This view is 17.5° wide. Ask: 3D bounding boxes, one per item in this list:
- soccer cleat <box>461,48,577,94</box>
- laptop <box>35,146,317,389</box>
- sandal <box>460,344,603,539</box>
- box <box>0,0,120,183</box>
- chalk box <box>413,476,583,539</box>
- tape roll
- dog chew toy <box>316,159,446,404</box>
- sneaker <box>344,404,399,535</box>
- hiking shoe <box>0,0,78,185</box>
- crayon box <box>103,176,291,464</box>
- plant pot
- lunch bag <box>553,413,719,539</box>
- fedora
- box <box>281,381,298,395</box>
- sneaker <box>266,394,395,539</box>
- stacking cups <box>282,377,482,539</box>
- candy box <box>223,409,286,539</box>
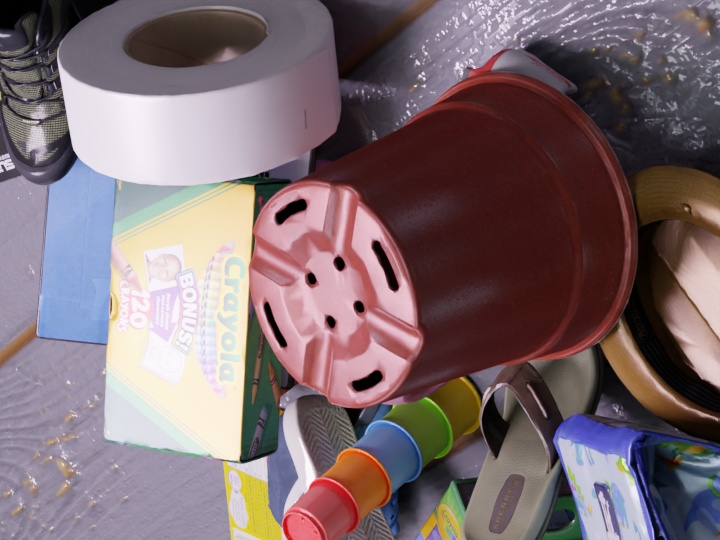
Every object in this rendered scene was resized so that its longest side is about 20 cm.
[{"bbox_3d":[0.109,-0.057,1.624,0.085,0.068,0.201,25,126,33],"label":"soccer cleat"},{"bbox_3d":[-0.138,-0.023,1.724,0.199,0.115,0.189,18,105,54],"label":"laptop"},{"bbox_3d":[0.117,0.110,1.650,0.079,0.202,0.057,-1,152,39],"label":"sandal"},{"bbox_3d":[-0.246,-0.173,1.848,0.199,0.086,0.165,-12,109,45],"label":"box"},{"bbox_3d":[0.118,0.232,1.730,0.200,0.123,0.124,-60,40,46],"label":"chalk box"},{"bbox_3d":[-0.113,-0.137,1.670,0.201,0.202,0.071,16,125,34],"label":"tape roll"},{"bbox_3d":[0.000,0.000,1.722,0.200,0.124,0.125,53,139,19],"label":"dog chew toy"},{"bbox_3d":[0.005,0.163,1.874,0.078,0.066,0.201,15,124,-8],"label":"sneaker"},{"bbox_3d":[-0.248,-0.160,1.701,0.075,0.101,0.202,3,100,21],"label":"hiking shoe"},{"bbox_3d":[-0.117,0.029,1.679,0.118,0.058,0.202,7,97,27],"label":"crayon box"},{"bbox_3d":[0.044,-0.011,1.517,0.200,0.195,0.202,18,117,39],"label":"plant pot"},{"bbox_3d":[0.224,0.173,1.560,0.200,0.128,0.170,45,171,-8],"label":"lunch bag"},{"bbox_3d":[0.241,0.017,1.543,0.200,0.082,0.202,23,125,36],"label":"fedora"},{"bbox_3d":[-0.120,0.016,1.852,0.201,0.095,0.102,55,138,-2],"label":"box"},{"bbox_3d":[-0.028,0.201,1.793,0.084,0.074,0.201,-39,57,48],"label":"sneaker"},{"bbox_3d":[0.013,0.147,1.742,0.060,0.200,0.061,23,132,28],"label":"stacking cups"},{"bbox_3d":[-0.069,0.204,1.981,0.102,0.026,0.201,17,127,30],"label":"candy box"}]
